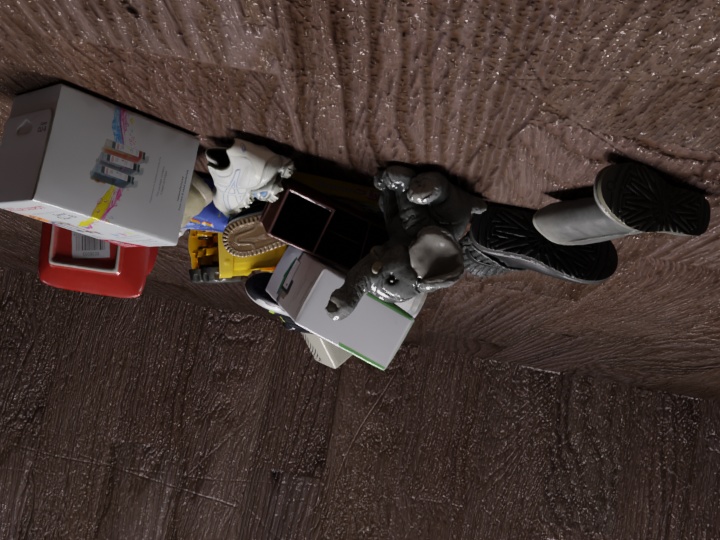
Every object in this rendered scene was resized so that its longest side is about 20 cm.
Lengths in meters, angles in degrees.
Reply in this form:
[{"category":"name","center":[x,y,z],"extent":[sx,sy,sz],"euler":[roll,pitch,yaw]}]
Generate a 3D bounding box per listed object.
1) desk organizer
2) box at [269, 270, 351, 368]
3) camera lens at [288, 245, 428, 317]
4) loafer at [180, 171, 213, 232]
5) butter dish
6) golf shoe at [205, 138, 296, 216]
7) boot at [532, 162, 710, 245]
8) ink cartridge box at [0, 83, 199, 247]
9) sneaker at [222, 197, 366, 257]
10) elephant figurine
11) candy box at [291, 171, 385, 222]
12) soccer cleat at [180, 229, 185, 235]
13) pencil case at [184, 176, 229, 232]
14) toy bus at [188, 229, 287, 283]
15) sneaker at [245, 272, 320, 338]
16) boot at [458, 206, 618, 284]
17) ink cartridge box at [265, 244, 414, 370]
[{"category":"desk organizer","center":[-0.027,-0.047,1.285],"extent":[0.199,0.072,0.077],"euler":[24,-170,-17]},{"category":"box","center":[-0.072,0.063,1.683],"extent":[0.068,0.082,0.201],"euler":[16,136,53]},{"category":"camera lens","center":[0.000,0.000,1.538],"extent":[0.199,0.162,0.160],"euler":[16,170,-30]},{"category":"loafer","center":[-0.270,-0.083,1.357],"extent":[0.076,0.068,0.200],"euler":[49,151,-8]},{"category":"butter dish","center":[-0.383,-0.064,1.539],"extent":[0.198,0.202,0.148],"euler":[7,-179,20]},{"category":"golf shoe","center":[-0.163,-0.131,1.281],"extent":[0.097,0.079,0.200],"euler":[34,158,-21]},{"category":"boot","center":[0.271,-0.071,1.128],"extent":[0.181,0.073,0.199],"euler":[19,175,-32]},{"category":"ink cartridge box","center":[-0.331,-0.124,1.223],"extent":[0.199,0.146,0.145],"euler":[20,168,-40]},{"category":"sneaker","center":[-0.094,-0.069,1.365],"extent":[0.198,0.071,0.109],"euler":[-9,-166,-7]},{"category":"elephant figurine","center":[0.060,-0.018,1.231],"extent":[0.154,0.202,0.141],"euler":[7,170,17]},{"category":"candy box","center":[-0.008,-0.098,1.380],"extent":[0.198,0.027,0.102],"euler":[12,167,-6]},{"category":"soccer cleat","center":[-0.324,-0.087,1.620],"extent":[0.069,0.087,0.200],"euler":[14,171,-22]},{"category":"pencil case","center":[-0.198,-0.088,1.458],"extent":[0.198,0.088,0.078],"euler":[12,150,5]},{"category":"toy bus","center":[-0.182,-0.050,1.621],"extent":[0.190,0.137,0.200],"euler":[-3,179,-24]},{"category":"sneaker","center":[-0.108,0.069,1.576],"extent":[0.199,0.072,0.083],"euler":[22,130,-33]},{"category":"boot","center":[0.239,-0.024,1.362],"extent":[0.209,0.080,0.158],"euler":[19,166,5]},{"category":"ink cartridge box","center":[-0.034,0.044,1.336],"extent":[0.145,0.085,0.200],"euler":[30,-179,-19]}]
